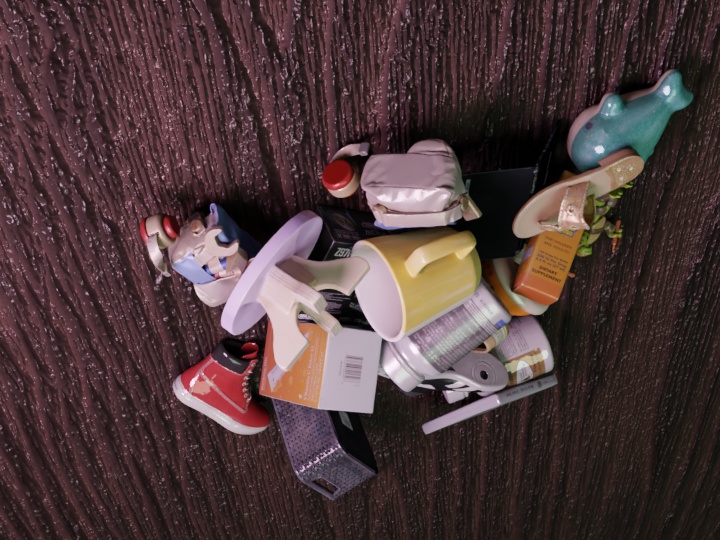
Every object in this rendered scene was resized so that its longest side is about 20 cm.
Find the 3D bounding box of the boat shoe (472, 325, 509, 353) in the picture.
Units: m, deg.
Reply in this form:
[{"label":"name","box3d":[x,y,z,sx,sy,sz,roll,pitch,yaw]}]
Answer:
[{"label":"boat shoe","box3d":[0.144,0.095,1.577,0.066,0.200,0.074,-45,123,-38]}]

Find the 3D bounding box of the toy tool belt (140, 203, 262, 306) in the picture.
[{"label":"toy tool belt","box3d":[-0.194,-0.038,1.316,0.123,0.125,0.200,-21,148,16]}]

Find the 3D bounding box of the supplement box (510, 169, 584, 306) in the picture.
[{"label":"supplement box","box3d":[0.301,-0.051,1.485,0.066,0.200,0.069,22,166,-1]}]

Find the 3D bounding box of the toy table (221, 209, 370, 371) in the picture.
[{"label":"toy table","box3d":[-0.085,0.029,1.313,0.200,0.117,0.184,-55,164,2]}]

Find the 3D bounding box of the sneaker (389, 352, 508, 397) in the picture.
[{"label":"sneaker","box3d":[0.144,0.179,1.649,0.200,0.073,0.112,12,150,-23]}]

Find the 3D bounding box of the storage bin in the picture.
[{"label":"storage bin","box3d":[-0.062,0.271,1.639,0.094,0.200,0.135,-34,137,11]}]

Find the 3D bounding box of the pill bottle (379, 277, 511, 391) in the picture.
[{"label":"pill bottle","box3d":[0.122,0.090,1.479,0.200,0.114,0.114,-39,136,8]}]

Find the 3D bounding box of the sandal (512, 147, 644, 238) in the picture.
[{"label":"sandal","box3d":[0.321,-0.094,1.387,0.212,0.070,0.078,-32,136,11]}]

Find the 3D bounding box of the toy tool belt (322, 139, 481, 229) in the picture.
[{"label":"toy tool belt","box3d":[0.058,-0.102,1.328,0.200,0.125,0.123,1,151,27]}]

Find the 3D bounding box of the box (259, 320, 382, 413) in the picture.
[{"label":"box","box3d":[-0.065,0.146,1.492,0.097,0.200,0.125,10,84,-31]}]

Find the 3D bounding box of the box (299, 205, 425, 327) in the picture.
[{"label":"box","box3d":[0.000,0.000,1.477,0.200,0.086,0.164,6,129,-30]}]

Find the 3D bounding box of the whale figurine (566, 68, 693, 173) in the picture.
[{"label":"whale figurine","box3d":[0.410,-0.208,1.437,0.200,0.104,0.159,-35,137,15]}]

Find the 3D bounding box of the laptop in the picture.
[{"label":"laptop","box3d":[0.215,-0.117,1.450,0.103,0.200,0.177,19,137,14]}]

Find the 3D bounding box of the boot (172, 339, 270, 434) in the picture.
[{"label":"boot","box3d":[-0.191,0.191,1.601,0.144,0.072,0.200,-40,132,15]}]

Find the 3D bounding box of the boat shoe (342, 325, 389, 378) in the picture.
[{"label":"boat shoe","box3d":[0.002,0.151,1.651,0.086,0.075,0.202,-42,145,23]}]

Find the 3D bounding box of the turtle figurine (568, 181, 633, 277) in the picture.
[{"label":"turtle figurine","box3d":[0.392,-0.083,1.590,0.200,0.064,0.161,-19,139,-40]}]

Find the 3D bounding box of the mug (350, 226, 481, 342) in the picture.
[{"label":"mug","box3d":[0.095,0.010,1.351,0.153,0.186,0.150,-19,108,-23]}]

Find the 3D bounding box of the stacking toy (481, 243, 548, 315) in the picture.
[{"label":"stacking toy","box3d":[0.203,0.043,1.602,0.146,0.146,0.200,24,135,-40]}]

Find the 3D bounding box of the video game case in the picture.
[{"label":"video game case","box3d":[0.241,0.249,1.792,0.182,0.024,0.200,-10,164,-44]}]

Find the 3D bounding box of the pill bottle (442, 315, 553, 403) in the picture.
[{"label":"pill bottle","box3d":[0.235,0.162,1.728,0.200,0.114,0.114,-21,138,-2]}]
